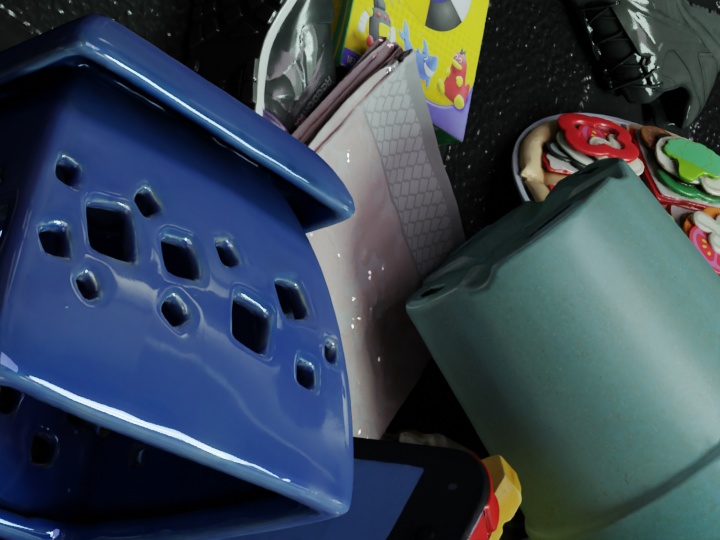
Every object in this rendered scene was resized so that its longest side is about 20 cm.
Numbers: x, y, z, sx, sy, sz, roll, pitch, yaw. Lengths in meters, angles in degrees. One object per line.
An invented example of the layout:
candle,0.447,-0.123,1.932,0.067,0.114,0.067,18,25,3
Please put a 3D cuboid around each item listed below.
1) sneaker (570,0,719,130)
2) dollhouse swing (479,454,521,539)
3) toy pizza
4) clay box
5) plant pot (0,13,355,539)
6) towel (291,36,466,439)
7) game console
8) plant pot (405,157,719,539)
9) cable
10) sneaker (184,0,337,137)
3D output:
sneaker,0.195,-0.170,1.185,0.200,0.076,0.091,33,70,-36
dollhouse swing,0.024,0.217,0.888,0.200,0.176,0.182,-51,120,-38
toy pizza,0.195,-0.047,1.108,0.200,0.032,0.200,15,38,-12
clay box,0.030,-0.189,1.029,0.115,0.048,0.201,27,68,-42
plant pot,-0.127,0.010,0.744,0.200,0.200,0.180,30,58,-40
towel,0.000,0.000,0.948,0.191,0.032,0.200,-52,139,-37
game console,-0.044,0.150,0.807,0.177,0.200,0.031,-53,130,-36
plant pot,0.139,0.056,0.941,0.200,0.200,0.196,-40,99,-41
cable,0.097,0.143,1.032,0.200,0.097,0.050,19,98,-41
sneaker,-0.047,-0.114,0.936,0.088,0.076,0.200,30,72,-50
